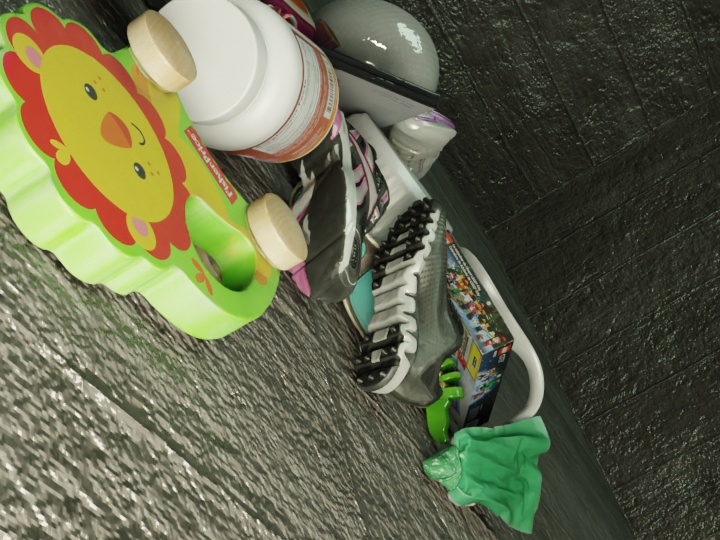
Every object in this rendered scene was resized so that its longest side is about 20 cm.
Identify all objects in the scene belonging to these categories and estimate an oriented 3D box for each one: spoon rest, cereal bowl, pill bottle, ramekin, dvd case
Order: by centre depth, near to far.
[{"bbox_3d":[-0.089,-0.145,0.728,0.113,0.111,0.200,60,11,4],"label":"pill bottle"},{"bbox_3d":[-0.016,-0.190,1.019,0.141,0.018,0.200,18,-5,-19],"label":"dvd case"},{"bbox_3d":[0.144,0.067,1.027,0.099,0.060,0.202,130,-61,-75],"label":"spoon rest"},{"bbox_3d":[0.018,-0.079,1.035,0.203,0.094,0.203,52,8,-10],"label":"ramekin"},{"bbox_3d":[0.000,-0.243,1.229,0.201,0.198,0.084,53,36,-32],"label":"cereal bowl"}]

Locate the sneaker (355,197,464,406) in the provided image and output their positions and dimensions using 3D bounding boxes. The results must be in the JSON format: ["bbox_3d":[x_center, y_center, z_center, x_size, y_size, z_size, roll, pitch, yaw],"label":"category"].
[{"bbox_3d":[0.054,0.032,0.845,0.090,0.066,0.202,35,53,-32],"label":"sneaker"}]

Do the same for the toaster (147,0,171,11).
[{"bbox_3d":[-0.134,-0.299,0.883,0.115,0.128,0.200,61,10,3],"label":"toaster"}]

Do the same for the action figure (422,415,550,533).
[{"bbox_3d":[0.118,0.190,0.910,0.199,0.054,0.120,22,68,-54],"label":"action figure"}]

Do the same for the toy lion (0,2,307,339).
[{"bbox_3d":[-0.117,-0.047,0.501,0.201,0.068,0.192,57,18,-16],"label":"toy lion"}]

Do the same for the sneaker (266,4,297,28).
[{"bbox_3d":[-0.104,-0.241,0.981,0.074,0.086,0.201,49,15,-44],"label":"sneaker"}]

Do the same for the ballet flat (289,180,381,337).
[{"bbox_3d":[0.000,0.000,0.903,0.202,0.069,0.069,60,11,1],"label":"ballet flat"}]

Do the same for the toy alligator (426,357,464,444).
[{"bbox_3d":[0.058,0.077,0.974,0.202,0.054,0.059,64,11,21],"label":"toy alligator"}]

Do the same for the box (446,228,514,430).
[{"bbox_3d":[0.099,0.069,0.998,0.201,0.037,0.138,92,-26,-59],"label":"box"}]

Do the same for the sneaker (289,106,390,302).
[{"bbox_3d":[-0.008,-0.058,0.823,0.086,0.080,0.202,29,47,-34],"label":"sneaker"}]

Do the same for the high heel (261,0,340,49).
[{"bbox_3d":[-0.095,-0.267,1.085,0.068,0.096,0.200,63,13,20],"label":"high heel"}]

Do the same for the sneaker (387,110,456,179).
[{"bbox_3d":[0.066,-0.144,1.150,0.074,0.100,0.200,30,1,7],"label":"sneaker"}]
